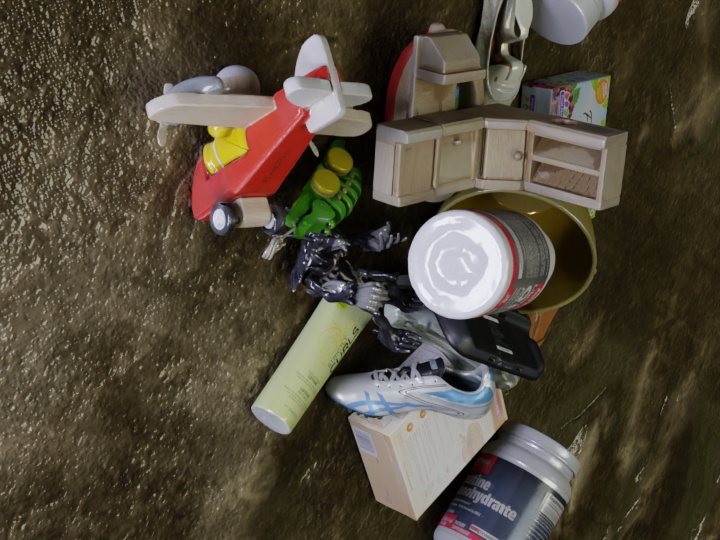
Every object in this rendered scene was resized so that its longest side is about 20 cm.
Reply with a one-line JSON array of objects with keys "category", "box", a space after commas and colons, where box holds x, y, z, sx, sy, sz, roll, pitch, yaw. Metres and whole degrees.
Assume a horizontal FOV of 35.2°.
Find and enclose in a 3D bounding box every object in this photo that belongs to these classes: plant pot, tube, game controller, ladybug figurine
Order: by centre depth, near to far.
[{"category": "tube", "box": [-0.046, 0.086, 1.256, 0.200, 0.052, 0.058, -55, 168, -27]}, {"category": "ladybug figurine", "box": [0.077, -0.177, 1.267, 0.135, 0.072, 0.201, -20, 121, -42]}, {"category": "game controller", "box": [0.146, 0.068, 1.310, 0.200, 0.042, 0.105, 21, 47, -48]}, {"category": "plant pot", "box": [0.193, -0.067, 1.382, 0.142, 0.199, 0.200, -71, 150, -42]}]

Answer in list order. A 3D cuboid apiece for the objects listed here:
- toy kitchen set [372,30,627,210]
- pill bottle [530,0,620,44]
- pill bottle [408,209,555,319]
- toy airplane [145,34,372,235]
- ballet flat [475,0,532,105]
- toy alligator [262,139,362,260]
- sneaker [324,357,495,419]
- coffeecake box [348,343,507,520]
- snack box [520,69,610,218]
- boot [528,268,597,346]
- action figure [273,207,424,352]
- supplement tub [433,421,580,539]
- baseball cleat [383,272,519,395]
[{"category": "toy kitchen set", "box": [0.144, -0.149, 1.157, 0.200, 0.180, 0.164, -17, 118, -43]}, {"category": "pill bottle", "box": [0.285, -0.379, 1.391, 0.200, 0.114, 0.114, -54, 139, -19]}, {"category": "pill bottle", "box": [0.139, -0.010, 1.208, 0.200, 0.110, 0.111, -6, 111, -63]}, {"category": "toy airplane", "box": [-0.088, -0.141, 1.034, 0.199, 0.141, 0.200, -29, 154, -7]}, {"category": "ballet flat", "box": [0.169, -0.263, 1.344, 0.067, 0.062, 0.201, -10, 113, -31]}, {"category": "toy alligator", "box": [-0.039, -0.063, 1.149, 0.059, 0.054, 0.200, -52, -172, 44]}, {"category": "sneaker", "box": [0.058, 0.131, 1.319, 0.199, 0.072, 0.073, 2, 112, -6]}, {"category": "coffeecake box", "box": [0.091, 0.186, 1.438, 0.200, 0.073, 0.154, -42, 132, -31]}, {"category": "snack box", "box": [0.266, -0.156, 1.514, 0.142, 0.053, 0.201, -21, 121, -45]}, {"category": "boot", "box": [0.246, 0.069, 1.566, 0.200, 0.077, 0.156, -19, 118, -41]}, {"category": "action figure", "box": [0.000, 0.000, 1.217, 0.200, 0.102, 0.119, 42, 53, -37]}, {"category": "supplement tub", "box": [0.205, 0.327, 1.581, 0.200, 0.140, 0.140, -57, 140, -16]}, {"category": "baseball cleat", "box": [0.118, 0.065, 1.366, 0.200, 0.070, 0.107, 34, 46, -25]}]
